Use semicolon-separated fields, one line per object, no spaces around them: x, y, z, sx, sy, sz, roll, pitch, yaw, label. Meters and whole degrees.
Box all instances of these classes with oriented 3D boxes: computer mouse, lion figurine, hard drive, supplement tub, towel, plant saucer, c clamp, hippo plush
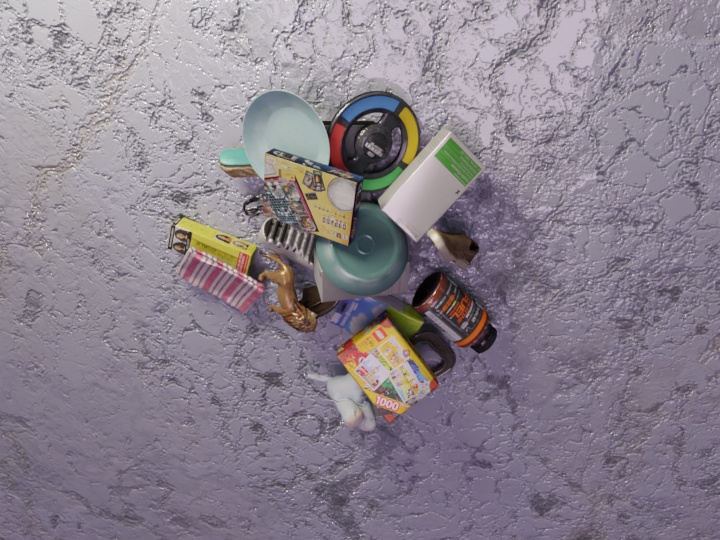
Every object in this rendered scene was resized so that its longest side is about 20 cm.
-0.161;-0.147;1.244;0.196;0.034;0.060;-3;121;1;computer mouse
-0.166;0.049;1.285;0.121;0.072;0.202;16;134;46;lion figurine
-0.042;-0.207;1.177;0.137;0.033;0.203;-3;121;-11;hard drive
0.219;0.102;1.295;0.199;0.108;0.107;39;119;-14;supplement tub
-0.334;0.026;1.349;0.198;0.030;0.146;30;145;-14;towel
-0.140;-0.253;1.115;0.198;0.039;0.204;13;122;21;plant saucer
0.148;0.234;1.400;0.169;0.027;0.201;-28;127;9;c clamp
0.008;0.285;1.443;0.161;0.159;0.200;-50;61;12;hippo plush
0.008;-0.051;1.167;0.197;0.203;0.036;24;165;-6;plant saucer

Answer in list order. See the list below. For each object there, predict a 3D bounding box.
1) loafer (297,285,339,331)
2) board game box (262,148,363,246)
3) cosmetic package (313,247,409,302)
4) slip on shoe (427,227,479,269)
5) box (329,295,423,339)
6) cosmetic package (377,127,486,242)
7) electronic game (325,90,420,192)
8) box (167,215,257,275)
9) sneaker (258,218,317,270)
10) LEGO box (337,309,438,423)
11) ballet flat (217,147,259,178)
-0.109;0.071;1.352;0.071;0.073;0.199;42;118;-16;loafer
-0.097;-0.143;1.107;0.197;0.035;0.137;21;124;16;board game box
0.000;0.000;1.238;0.196;0.107;0.092;-7;122;-9;cosmetic package
0.197;-0.054;1.178;0.060;0.077;0.199;-38;151;15;slip on shoe
0.039;0.114;1.366;0.197;0.048;0.123;26;121;-7;box
0.138;-0.170;1.134;0.107;0.085;0.200;38;102;-15;cosmetic package
0.026;-0.250;1.122;0.196;0.042;0.203;-9;123;-15;electronic game
-0.347;-0.054;1.333;0.197;0.050;0.076;22;121;-4;box
-0.143;-0.051;1.297;0.198;0.076;0.081;30;153;-19;sneaker
0.062;0.220;1.309;0.148;0.077;0.201;-37;98;6;LEGO box
-0.200;-0.226;1.203;0.196;0.072;0.065;4;161;1;ballet flat
